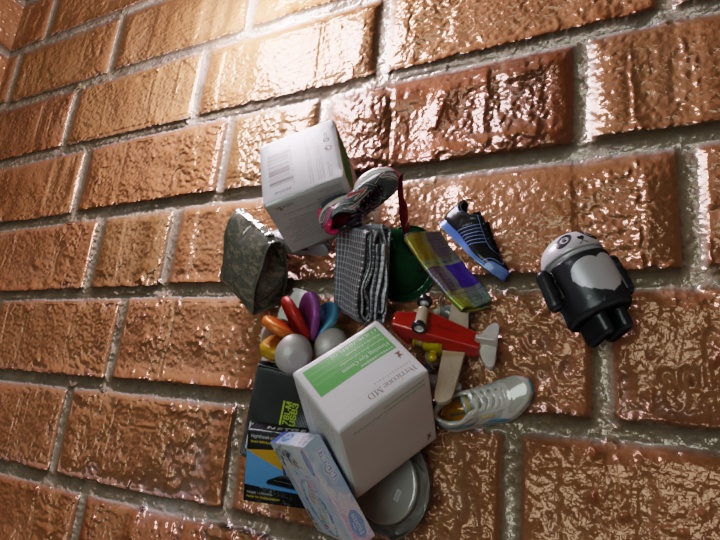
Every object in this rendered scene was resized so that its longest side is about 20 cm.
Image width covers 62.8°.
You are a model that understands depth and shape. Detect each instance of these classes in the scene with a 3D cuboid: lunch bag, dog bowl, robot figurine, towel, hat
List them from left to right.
[{"bbox_3d":[-0.252,-0.030,1.424,0.163,0.116,0.204,38,129,34],"label":"lunch bag"},{"bbox_3d":[0.000,0.000,1.257,0.165,0.083,0.207,-160,73,-70],"label":"towel"},{"bbox_3d":[0.056,0.423,1.167,0.195,0.058,0.206,-10,69,27],"label":"dog bowl"},{"bbox_3d":[0.063,-0.055,1.252,0.162,0.175,0.206,-15,66,22],"label":"hat"},{"bbox_3d":[0.177,-0.003,1.183,0.023,0.142,0.202,-48,62,30],"label":"towel"},{"bbox_3d":[0.405,0.028,1.056,0.124,0.148,0.204,-35,59,30],"label":"robot figurine"}]

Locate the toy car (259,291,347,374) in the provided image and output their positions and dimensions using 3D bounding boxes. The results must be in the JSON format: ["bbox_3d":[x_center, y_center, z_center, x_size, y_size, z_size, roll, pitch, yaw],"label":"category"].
[{"bbox_3d":[-0.123,0.123,1.274,0.174,0.195,0.155,24,117,60],"label":"toy car"}]

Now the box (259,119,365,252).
[{"bbox_3d":[-0.111,-0.192,1.363,0.195,0.173,0.203,-18,51,7],"label":"box"}]

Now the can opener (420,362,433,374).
[{"bbox_3d":[0.062,0.202,1.252,0.196,0.052,0.069,13,114,34],"label":"can opener"}]

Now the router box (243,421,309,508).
[{"bbox_3d":[-0.137,0.403,1.213,0.193,0.051,0.154,5,94,5],"label":"router box"}]

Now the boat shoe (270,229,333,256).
[{"bbox_3d":[-0.148,-0.084,1.454,0.196,0.072,0.067,4,56,37],"label":"boat shoe"}]

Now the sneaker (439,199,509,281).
[{"bbox_3d":[0.246,-0.066,1.215,0.078,0.070,0.201,-49,57,12],"label":"sneaker"}]

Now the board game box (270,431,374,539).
[{"bbox_3d":[-0.076,0.397,1.088,0.204,0.043,0.198,62,153,-2],"label":"board game box"}]

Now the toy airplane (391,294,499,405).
[{"bbox_3d":[0.175,0.144,1.154,0.201,0.196,0.143,57,148,26],"label":"toy airplane"}]

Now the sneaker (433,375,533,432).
[{"bbox_3d":[0.230,0.253,1.110,0.196,0.080,0.078,-27,60,18],"label":"sneaker"}]

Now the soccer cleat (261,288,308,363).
[{"bbox_3d":[-0.178,0.138,1.401,0.077,0.069,0.203,26,83,44],"label":"soccer cleat"}]

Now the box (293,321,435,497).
[{"bbox_3d":[0.011,0.252,1.087,0.196,0.204,0.171,-29,43,-21],"label":"box"}]

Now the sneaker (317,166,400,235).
[{"bbox_3d":[0.003,-0.139,1.236,0.197,0.081,0.075,-34,33,6],"label":"sneaker"}]

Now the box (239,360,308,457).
[{"bbox_3d":[-0.146,0.315,1.259,0.187,0.048,0.206,14,93,3],"label":"box"}]
